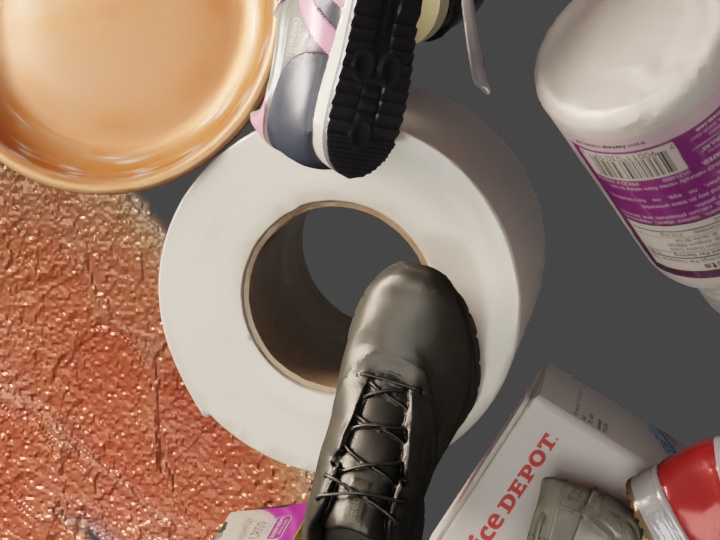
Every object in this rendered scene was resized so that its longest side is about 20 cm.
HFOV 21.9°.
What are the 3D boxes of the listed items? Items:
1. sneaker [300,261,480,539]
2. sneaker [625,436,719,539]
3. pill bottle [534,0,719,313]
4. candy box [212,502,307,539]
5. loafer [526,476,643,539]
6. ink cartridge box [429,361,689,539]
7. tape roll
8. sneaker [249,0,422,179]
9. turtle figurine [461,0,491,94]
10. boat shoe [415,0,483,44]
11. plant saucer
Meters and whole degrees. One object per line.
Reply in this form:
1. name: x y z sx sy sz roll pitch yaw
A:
1. sneaker: 0.012 0.095 0.959 0.076 0.091 0.200 12 104 10
2. sneaker: 0.242 0.172 1.000 0.112 0.071 0.200 -33 93 17
3. pill bottle: 0.182 -0.060 0.983 0.112 0.112 0.200 -27 134 16
4. candy box: -0.048 0.259 1.131 0.061 0.136 0.200 -9 102 11
5. loafer: 0.088 0.207 1.042 0.070 0.070 0.200 28 102 9
6. ink cartridge box: 0.152 0.169 1.096 0.200 0.084 0.145 32 107 2
7. tape roll: 0.000 0.000 1.057 0.202 0.139 0.203 3 105 11
8. sneaker: -0.007 -0.151 0.937 0.082 0.070 0.200 17 88 43
9. turtle figurine: 0.074 -0.242 0.967 0.194 0.144 0.200 42 70 16
10. boat shoe: -0.012 -0.208 1.051 0.201 0.063 0.074 46 129 12
11. plant saucer: -0.135 -0.140 1.011 0.200 0.037 0.201 0 89 10
